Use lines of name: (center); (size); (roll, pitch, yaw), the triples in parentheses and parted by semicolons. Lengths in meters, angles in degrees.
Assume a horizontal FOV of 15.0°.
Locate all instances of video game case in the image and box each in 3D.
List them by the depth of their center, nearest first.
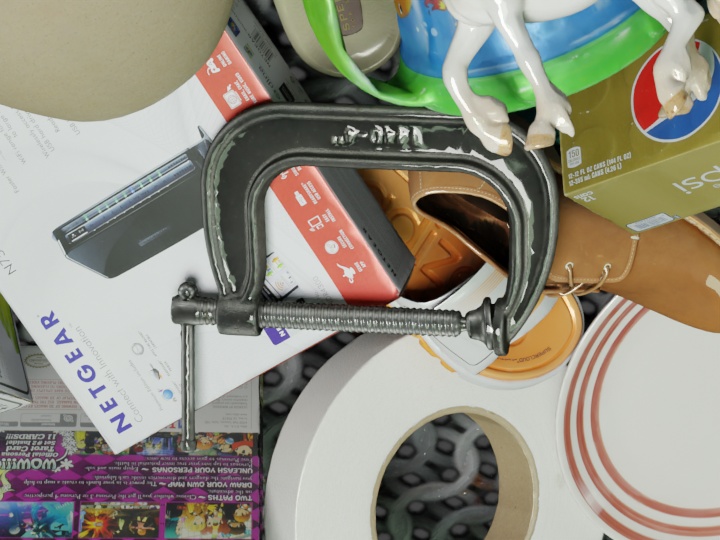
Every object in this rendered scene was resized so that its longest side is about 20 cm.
video game case: (-0.149, 0.110, 1.422); (0.199, 0.182, 0.036); (0, 131, -3)

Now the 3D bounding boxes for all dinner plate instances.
dinner plate: (0.198, 0.067, 1.476); (0.199, 0.024, 0.201); (-6, 117, -11)

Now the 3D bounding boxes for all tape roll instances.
tape roll: (0.043, 0.123, 1.454); (0.202, 0.037, 0.204); (-4, 98, -31)

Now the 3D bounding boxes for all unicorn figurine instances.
unicorn figurine: (0.077, -0.123, 1.168); (0.199, 0.074, 0.138); (-15, 94, -29)

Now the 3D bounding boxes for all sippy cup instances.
sippy cup: (0.064, -0.160, 1.250); (0.139, 0.178, 0.131); (-1, 123, 36)

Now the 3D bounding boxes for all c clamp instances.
c clamp: (0.000, 0.000, 1.303); (0.199, 0.027, 0.172); (-3, 105, 14)

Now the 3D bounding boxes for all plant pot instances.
plant pot: (-0.128, -0.146, 1.205); (0.200, 0.201, 0.135); (-19, 131, 13)

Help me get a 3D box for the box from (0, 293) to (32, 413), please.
box: (-0.277, 0.042, 1.397); (0.199, 0.117, 0.060); (-20, 163, 14)

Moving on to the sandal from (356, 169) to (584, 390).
sandal: (0.042, -0.008, 1.387); (0.206, 0.079, 0.059); (37, 161, -24)

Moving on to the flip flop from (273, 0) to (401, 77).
flip flop: (-0.028, -0.168, 1.277); (0.081, 0.058, 0.201); (-13, 125, 9)

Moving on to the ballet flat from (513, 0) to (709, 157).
ballet flat: (0.165, -0.088, 1.351); (0.199, 0.068, 0.067); (-24, 131, 29)

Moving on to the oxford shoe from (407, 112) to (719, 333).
oxford shoe: (0.108, -0.010, 1.337); (0.199, 0.071, 0.071); (25, 140, -12)

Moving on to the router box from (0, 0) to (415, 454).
router box: (-0.100, -0.035, 1.347); (0.179, 0.049, 0.200); (-30, 103, 21)

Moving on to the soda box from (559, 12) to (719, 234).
soda box: (0.188, -0.082, 1.236); (0.199, 0.068, 0.064); (-19, 151, 33)
